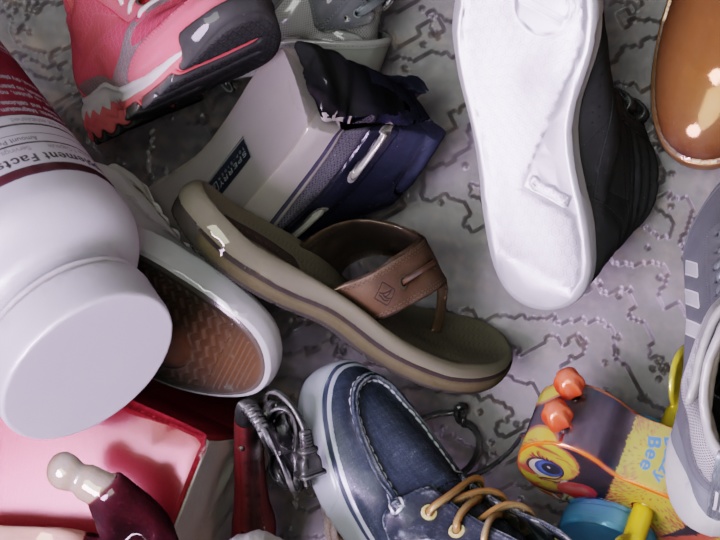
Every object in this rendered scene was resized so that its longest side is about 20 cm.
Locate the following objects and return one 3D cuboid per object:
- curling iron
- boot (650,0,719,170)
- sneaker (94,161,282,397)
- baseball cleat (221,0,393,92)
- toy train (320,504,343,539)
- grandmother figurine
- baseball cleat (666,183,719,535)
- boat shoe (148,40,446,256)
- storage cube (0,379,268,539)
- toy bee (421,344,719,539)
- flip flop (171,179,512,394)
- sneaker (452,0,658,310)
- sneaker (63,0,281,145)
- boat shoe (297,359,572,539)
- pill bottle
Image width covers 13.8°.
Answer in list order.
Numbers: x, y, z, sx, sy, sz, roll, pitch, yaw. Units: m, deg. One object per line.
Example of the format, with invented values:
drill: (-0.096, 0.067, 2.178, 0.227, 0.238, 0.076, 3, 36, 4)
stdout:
curling iron: (-0.047, 0.129, 1.399, 0.025, 0.201, 0.050, -24, 56, -26)
boot: (0.177, -0.144, 1.352, 0.073, 0.155, 0.201, 21, 94, 11)
sneaker: (-0.104, -0.011, 1.392, 0.199, 0.085, 0.073, 28, 132, 26)
baseball cleat: (0.008, -0.153, 1.442, 0.199, 0.070, 0.107, -27, 95, 17)
toy train: (0.000, 0.177, 1.394, 0.084, 0.116, 0.201, -17, 99, 11)
grandmother figurine: (-0.119, 0.136, 1.297, 0.199, 0.061, 0.122, 2, 118, 6)
baseball cleat: (0.180, 0.019, 1.326, 0.069, 0.107, 0.201, 8, 54, 1)
boat shoe: (-0.041, -0.028, 1.442, 0.200, 0.092, 0.075, -44, 52, 38)
storage cube: (-0.163, 0.122, 1.417, 0.179, 0.171, 0.201, 21, 94, 10)
toy bee: (0.115, 0.095, 1.378, 0.199, 0.109, 0.132, -3, 60, 2)
flip flop: (0.000, 0.000, 1.382, 0.199, 0.081, 0.058, 30, 99, -31)
sneaker: (0.095, -0.091, 1.391, 0.070, 0.099, 0.201, 2, 106, 24)
sneaker: (-0.103, -0.117, 1.392, 0.073, 0.200, 0.087, -25, 92, -22)
boat shoe: (0.051, 0.121, 1.354, 0.091, 0.071, 0.201, -31, 86, 42)
pill bottle: (-0.169, -0.024, 1.307, 0.113, 0.113, 0.200, -44, 58, 9)
